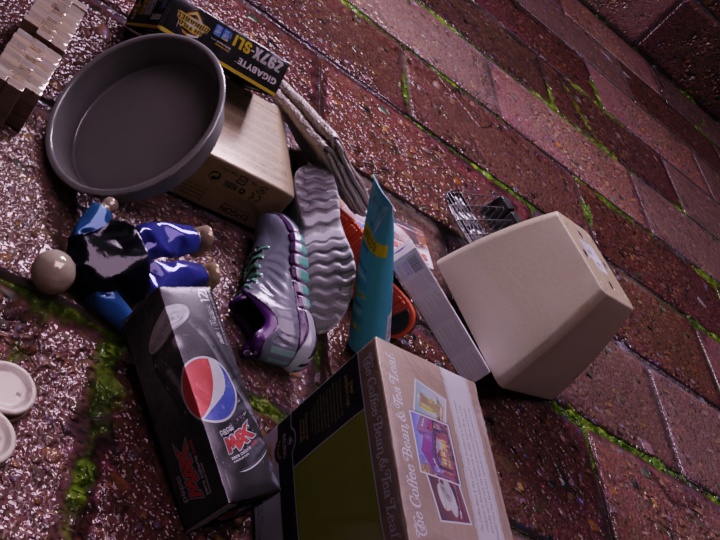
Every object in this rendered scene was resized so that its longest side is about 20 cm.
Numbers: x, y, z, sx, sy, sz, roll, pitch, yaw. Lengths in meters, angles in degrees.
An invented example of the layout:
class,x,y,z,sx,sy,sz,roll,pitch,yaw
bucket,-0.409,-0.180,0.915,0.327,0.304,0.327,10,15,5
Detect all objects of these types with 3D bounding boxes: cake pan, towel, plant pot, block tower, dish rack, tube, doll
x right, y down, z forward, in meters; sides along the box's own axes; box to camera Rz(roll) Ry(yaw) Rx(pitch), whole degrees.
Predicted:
class,x,y,z,sx,sy,sz,roll,pitch,yaw
cake pan,-0.224,-0.152,0.962,0.037,0.196,0.203,63,6,-57
towel,-0.051,-0.160,1.206,0.201,0.034,0.133,52,-7,46
plant pot,0.255,0.038,1.300,0.198,0.176,0.203,20,39,-55
block tower,-0.346,-0.228,0.999,0.054,0.058,0.202,32,36,-23
dish rack,0.205,-0.057,1.499,0.198,0.055,0.155,-1,54,-49
tube,0.018,0.000,1.066,0.049,0.204,0.078,-6,32,-19
doll,-0.221,-0.002,0.904,0.198,0.048,0.140,-3,78,-51

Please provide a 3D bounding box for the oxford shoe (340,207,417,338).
class,x,y,z,sx,sy,sz,roll,pitch,yaw
oxford shoe,0.000,0.000,1.182,0.202,0.071,0.072,56,10,9

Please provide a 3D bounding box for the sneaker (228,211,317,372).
class,x,y,z,sx,sy,sz,roll,pitch,yaw
sneaker,-0.104,0.011,1.021,0.086,0.074,0.203,14,45,-35

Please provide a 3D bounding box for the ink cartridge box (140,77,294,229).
class,x,y,z,sx,sy,sz,roll,pitch,yaw
ink cartridge box,-0.181,-0.157,1.106,0.198,0.075,0.167,25,36,-32

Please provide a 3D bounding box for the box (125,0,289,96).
class,x,y,z,sx,sy,sz,roll,pitch,yaw
box,-0.191,-0.277,1.151,0.158,0.050,0.199,28,2,-29

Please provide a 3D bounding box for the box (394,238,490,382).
class,x,y,z,sx,sy,sz,roll,pitch,yaw
box,0.098,0.055,1.187,0.202,0.041,0.039,57,4,-20

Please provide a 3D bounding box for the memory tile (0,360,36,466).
class,x,y,z,sx,sy,sz,roll,pitch,yaw
memory tile,-0.343,0.090,0.687,0.198,0.017,0.155,33,34,-23

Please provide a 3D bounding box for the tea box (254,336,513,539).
class,x,y,z,sx,sy,sz,roll,pitch,yaw
tea box,0.012,0.208,0.822,0.132,0.197,0.203,25,38,-31

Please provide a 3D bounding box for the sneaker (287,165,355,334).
class,x,y,z,sx,sy,sz,roll,pitch,yaw
sneaker,-0.050,-0.018,1.118,0.073,0.082,0.204,3,66,-13

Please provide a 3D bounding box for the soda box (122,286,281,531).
class,x,y,z,sx,sy,sz,roll,pitch,yaw
soda box,-0.143,0.117,0.835,0.063,0.070,0.203,1,60,-49

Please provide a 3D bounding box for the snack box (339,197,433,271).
class,x,y,z,sx,sy,sz,roll,pitch,yaw
snack box,0.017,-0.053,1.285,0.198,0.024,0.073,23,40,-36
